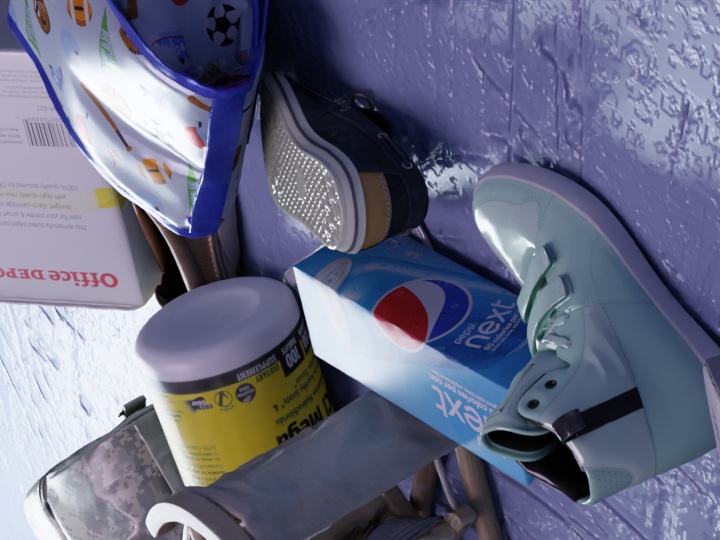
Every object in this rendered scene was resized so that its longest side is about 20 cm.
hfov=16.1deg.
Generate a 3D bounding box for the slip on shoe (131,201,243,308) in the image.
[{"bbox_3d":[-0.112,0.016,1.734,0.076,0.060,0.201,38,145,42],"label":"slip on shoe"}]

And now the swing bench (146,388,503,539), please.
[{"bbox_3d":[-0.014,0.164,1.530,0.130,0.198,0.201,38,145,42],"label":"swing bench"}]

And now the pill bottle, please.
[{"bbox_3d":[-0.067,0.115,1.683,0.112,0.112,0.201,20,135,55],"label":"pill bottle"}]

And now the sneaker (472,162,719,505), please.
[{"bbox_3d":[0.092,0.031,1.293,0.201,0.118,0.074,48,153,30],"label":"sneaker"}]

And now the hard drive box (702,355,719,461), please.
[{"bbox_3d":[0.218,0.140,1.111,0.200,0.076,0.157,-104,-1,-64],"label":"hard drive box"}]

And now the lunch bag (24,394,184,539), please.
[{"bbox_3d":[-0.138,0.200,1.871,0.201,0.139,0.168,59,155,5],"label":"lunch bag"}]

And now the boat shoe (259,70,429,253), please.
[{"bbox_3d":[-0.014,-0.065,1.471,0.200,0.062,0.075,-133,38,-61],"label":"boat shoe"}]

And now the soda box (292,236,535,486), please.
[{"bbox_3d":[0.048,0.042,1.442,0.200,0.064,0.068,29,142,46],"label":"soda box"}]

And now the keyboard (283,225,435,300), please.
[{"bbox_3d":[0.000,0.000,1.570,0.057,0.011,0.200,57,155,1],"label":"keyboard"}]

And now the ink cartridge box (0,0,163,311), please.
[{"bbox_3d":[-0.215,-0.081,1.743,0.144,0.084,0.201,4,123,24],"label":"ink cartridge box"}]

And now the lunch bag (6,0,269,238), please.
[{"bbox_3d":[-0.121,-0.140,1.531,0.201,0.123,0.170,62,158,24],"label":"lunch bag"}]
